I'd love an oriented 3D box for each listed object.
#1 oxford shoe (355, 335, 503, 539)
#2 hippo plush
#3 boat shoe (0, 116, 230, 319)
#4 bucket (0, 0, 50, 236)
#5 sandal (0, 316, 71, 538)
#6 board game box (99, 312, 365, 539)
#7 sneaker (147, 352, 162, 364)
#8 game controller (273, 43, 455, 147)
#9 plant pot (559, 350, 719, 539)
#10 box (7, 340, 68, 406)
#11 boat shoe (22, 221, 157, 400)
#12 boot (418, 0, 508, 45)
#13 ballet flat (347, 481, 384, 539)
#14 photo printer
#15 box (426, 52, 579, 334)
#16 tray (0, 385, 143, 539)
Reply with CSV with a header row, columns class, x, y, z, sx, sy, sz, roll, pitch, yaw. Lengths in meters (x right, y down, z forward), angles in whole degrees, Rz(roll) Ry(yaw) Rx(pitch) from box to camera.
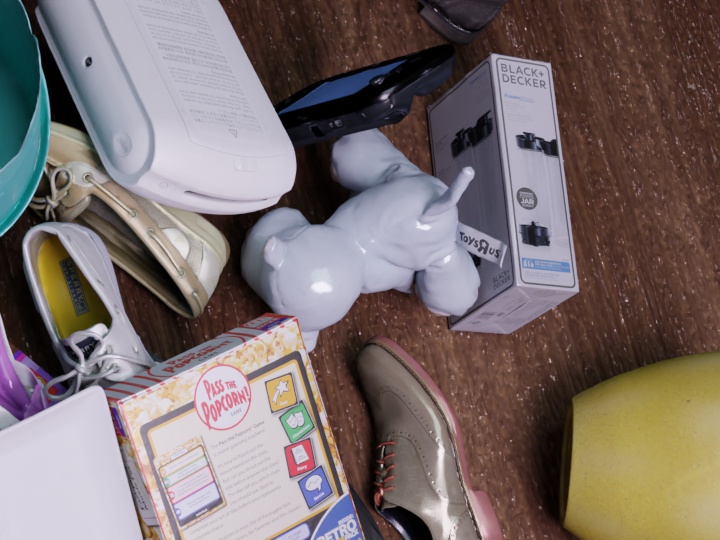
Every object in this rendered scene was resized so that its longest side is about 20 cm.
class,x,y,z,sx,sy,sz,roll,pitch,yaw
oxford shoe,0.038,0.147,1.454,0.074,0.070,0.201,-23,81,-28
hippo plush,0.000,0.000,1.451,0.160,0.200,0.160,-34,122,-15
boat shoe,-0.190,-0.040,1.406,0.200,0.073,0.063,36,53,-20
bucket,-0.310,-0.108,1.295,0.205,0.135,0.209,1,76,-4
sandal,-0.238,0.084,1.265,0.082,0.050,0.204,-26,88,-54
board game box,-0.085,0.151,1.315,0.151,0.046,0.202,-24,105,-31
sneaker,-0.127,0.148,1.365,0.200,0.066,0.090,51,54,-4
game controller,-0.012,-0.134,1.465,0.104,0.199,0.042,-45,112,-31
plant pot,0.232,0.156,1.499,0.141,0.200,0.202,5,65,1
box,-0.310,0.116,1.295,0.137,0.039,0.201,40,57,-11
boat shoe,-0.184,0.056,1.316,0.074,0.086,0.203,-23,80,12
boot,0.079,-0.286,1.585,0.199,0.174,0.070,36,58,-11
ballet flat,-0.039,0.170,1.422,0.057,0.066,0.200,-38,90,7
photo printer,-0.140,-0.130,1.418,0.166,0.069,0.201,5,51,-51
box,0.114,-0.061,1.549,0.060,0.117,0.202,4,68,-26
tray,-0.195,0.183,1.255,0.107,0.022,0.202,-25,114,-33
